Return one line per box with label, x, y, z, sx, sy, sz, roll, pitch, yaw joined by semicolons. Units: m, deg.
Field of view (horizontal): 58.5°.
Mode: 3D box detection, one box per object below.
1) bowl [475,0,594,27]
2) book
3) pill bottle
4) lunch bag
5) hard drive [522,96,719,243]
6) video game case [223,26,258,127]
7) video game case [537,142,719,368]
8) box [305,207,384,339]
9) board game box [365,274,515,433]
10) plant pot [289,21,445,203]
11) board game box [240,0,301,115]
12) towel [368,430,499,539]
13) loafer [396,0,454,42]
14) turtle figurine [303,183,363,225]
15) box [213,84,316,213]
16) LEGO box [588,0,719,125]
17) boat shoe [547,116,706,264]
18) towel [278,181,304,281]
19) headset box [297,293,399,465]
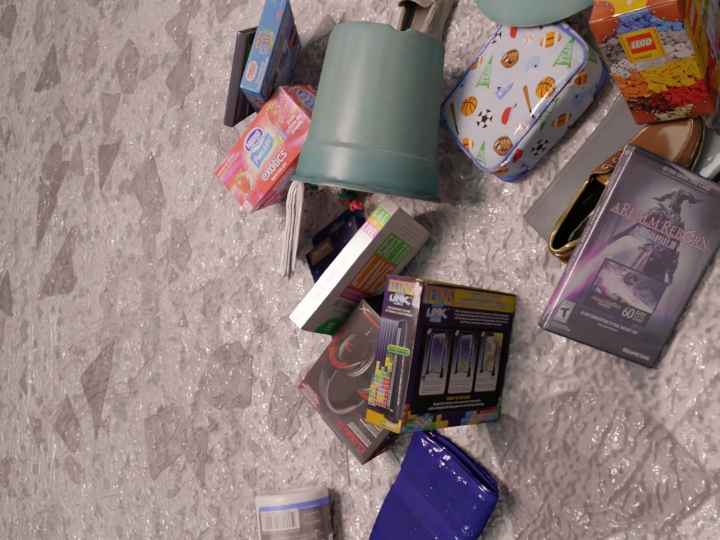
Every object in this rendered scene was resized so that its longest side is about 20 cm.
bowl;0.211;-0.395;0.741;0.199;0.105;0.202;-16;53;23
book;0.000;0.000;0.874;0.048;0.133;0.200;42;98;23
pill bottle;-0.093;0.430;0.952;0.113;0.113;0.202;-18;73;39
lunch bag;0.196;-0.226;0.802;0.200;0.075;0.161;-50;51;25
hard drive;0.295;-0.092;0.722;0.200;0.033;0.140;-54;53;23
video game case;-0.176;-0.330;1.068;0.019;0.200;0.144;17;116;2
video game case;0.286;-0.009;0.657;0.019;0.142;0.201;-116;47;-69
box;-0.021;0.005;0.997;0.121;0.032;0.201;-36;61;33
board game box;0.100;0.098;0.761;0.056;0.199;0.167;7;88;43
plant pot;0.021;-0.198;0.826;0.199;0.199;0.198;14;98;42
board game box;-0.140;-0.333;1.043;0.036;0.200;0.152;16;88;2
towel;0.095;0.325;0.845;0.148;0.049;0.201;37;110;46
loafer;0.091;-0.380;0.917;0.070;0.070;0.202;13;93;42
turtle figurine;-0.022;-0.170;0.979;0.150;0.100;0.201;-86;8;-68
box;-0.134;-0.200;1.060;0.095;0.103;0.200;49;120;5
LEGO box;0.297;-0.270;0.622;0.077;0.149;0.201;-1;62;41
boat shoe;0.276;-0.085;0.669;0.072;0.068;0.201;48;115;36
towel;-0.104;-0.075;0.995;0.200;0.024;0.148;-112;29;-78
headset box;0.015;0.156;0.897;0.149;0.075;0.200;46;115;21
